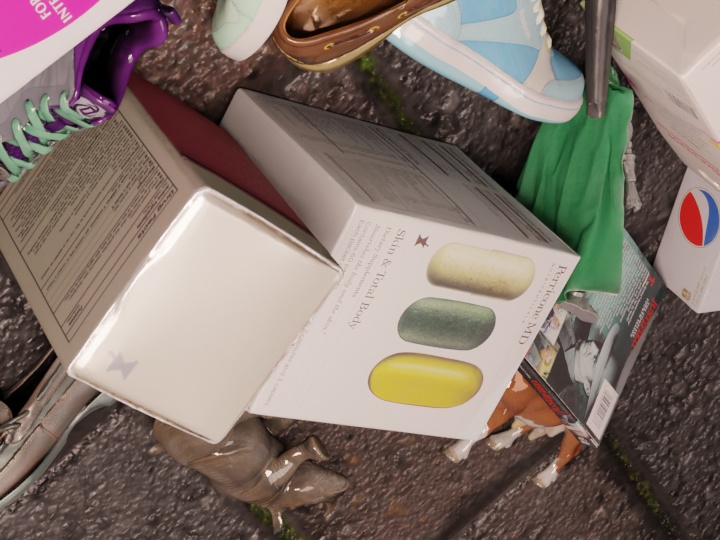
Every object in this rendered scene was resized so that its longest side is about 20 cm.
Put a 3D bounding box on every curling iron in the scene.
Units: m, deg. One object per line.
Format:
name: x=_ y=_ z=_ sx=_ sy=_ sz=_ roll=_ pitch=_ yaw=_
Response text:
curling iron: x=0.164 y=-0.196 z=1.355 sx=0.026 sy=0.050 sz=0.200 roll=-8 pitch=117 yaw=-32

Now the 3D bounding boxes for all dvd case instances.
dvd case: x=0.154 y=0.020 z=1.501 sx=0.200 sy=0.022 sz=0.146 roll=46 pitch=62 yaw=-44

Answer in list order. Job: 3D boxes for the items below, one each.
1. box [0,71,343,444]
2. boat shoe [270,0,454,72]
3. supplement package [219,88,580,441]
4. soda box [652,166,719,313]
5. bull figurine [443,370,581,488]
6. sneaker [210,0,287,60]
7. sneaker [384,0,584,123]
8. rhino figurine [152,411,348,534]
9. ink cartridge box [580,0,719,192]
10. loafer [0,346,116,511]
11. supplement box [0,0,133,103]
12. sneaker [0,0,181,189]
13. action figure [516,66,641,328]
box: x=-0.117 y=-0.015 z=1.179 sx=0.109 sy=0.200 sz=0.128 roll=31 pitch=101 yaw=-34
boat shoe: x=0.032 y=-0.187 z=1.221 sx=0.200 sy=0.072 sz=0.068 roll=-36 pitch=179 yaw=7
supplement package: x=0.000 y=0.000 z=1.326 sx=0.200 sy=0.151 sz=0.152 roll=11 pitch=114 yaw=-42
soda box: x=0.290 y=-0.068 z=1.560 sx=0.068 sy=0.064 sz=0.200 roll=-6 pitch=125 yaw=-34
bull figurine: x=0.120 y=0.091 z=1.554 sx=0.200 sy=0.065 sz=0.121 roll=24 pitch=110 yaw=-43
sneaker: x=-0.087 y=-0.210 z=1.172 sx=0.118 sy=0.074 sz=0.201 roll=11 pitch=137 yaw=-11
sneaker: x=0.103 y=-0.177 z=1.321 sx=0.200 sy=0.080 sz=0.131 roll=20 pitch=110 yaw=-45
rhino figurine: x=-0.071 y=0.127 z=1.437 sx=0.087 sy=0.060 sz=0.200 roll=-29 pitch=140 yaw=12
ink cartridge box: x=0.246 y=-0.125 z=1.441 sx=0.067 sy=0.117 sz=0.200 roll=-43 pitch=137 yaw=-2
loafer: x=-0.210 y=0.083 z=1.305 sx=0.200 sy=0.072 sz=0.063 roll=-43 pitch=118 yaw=-11
supplement box: x=-0.228 y=-0.143 z=1.079 sx=0.200 sy=0.103 sz=0.101 roll=-38 pitch=138 yaw=-4
sneaker: x=-0.186 y=-0.092 z=1.159 sx=0.200 sy=0.088 sz=0.074 roll=-51 pitch=137 yaw=7
action figure: x=0.150 y=-0.059 z=1.405 sx=0.055 sy=0.118 sz=0.200 roll=41 pitch=55 yaw=-43
